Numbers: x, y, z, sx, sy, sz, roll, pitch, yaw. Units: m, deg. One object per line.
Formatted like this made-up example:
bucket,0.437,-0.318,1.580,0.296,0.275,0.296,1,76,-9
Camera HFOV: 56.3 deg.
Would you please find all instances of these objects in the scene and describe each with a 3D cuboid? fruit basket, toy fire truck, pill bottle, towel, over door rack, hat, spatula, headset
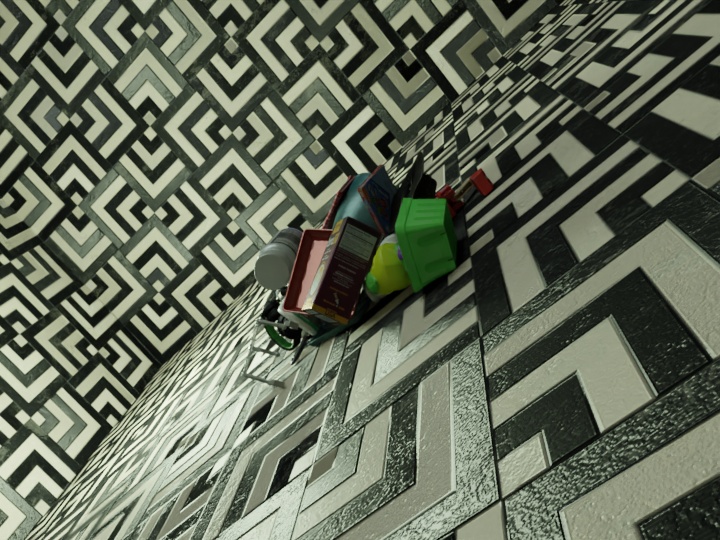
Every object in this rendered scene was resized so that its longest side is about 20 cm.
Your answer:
fruit basket,0.089,-0.041,1.329,0.210,0.159,0.216,-17,19,6
toy fire truck,0.233,-0.181,1.579,0.140,0.049,0.200,-41,10,10
pill bottle,-0.205,-0.030,1.760,0.113,0.114,0.201,-38,10,20
pill bottle,-0.102,0.041,1.611,0.203,0.112,0.113,-59,14,-10
towel,-0.077,-0.160,1.872,0.203,0.022,0.145,-63,-1,30
over door rack,-0.207,0.196,1.596,0.198,0.065,0.152,-3,72,57
hat,0.133,-0.166,1.565,0.200,0.079,0.206,-160,89,-79
spatula,-0.119,0.157,1.667,0.201,0.020,0.056,-53,8,-35
headset,-0.191,0.112,1.710,0.094,0.122,0.203,-39,-29,-36

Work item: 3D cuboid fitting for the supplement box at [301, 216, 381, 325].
supplement box,-0.040,0.003,1.392,0.205,0.084,0.110,-69,13,-11

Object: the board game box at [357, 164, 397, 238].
board game box,0.068,-0.145,1.654,0.019,0.203,0.103,-3,36,43

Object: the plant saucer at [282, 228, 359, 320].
plant saucer,-0.066,0.009,1.510,0.196,0.037,0.205,4,72,33

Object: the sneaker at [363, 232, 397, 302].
sneaker,0.075,-0.015,1.488,0.080,0.077,0.202,-29,26,38

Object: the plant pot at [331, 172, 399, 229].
plant pot,0.013,-0.121,1.803,0.190,0.200,0.199,-54,14,-24

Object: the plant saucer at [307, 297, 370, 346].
plant saucer,-0.049,0.123,1.549,0.199,0.019,0.070,-32,15,45

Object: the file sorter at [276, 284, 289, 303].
file sorter,-0.125,0.034,1.881,0.199,0.125,0.139,-41,10,11

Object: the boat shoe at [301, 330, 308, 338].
boat shoe,-0.118,0.074,1.724,0.071,0.067,0.206,21,107,54

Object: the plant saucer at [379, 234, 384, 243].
plant saucer,0.000,0.000,1.600,0.204,0.032,0.200,-64,-2,-4
